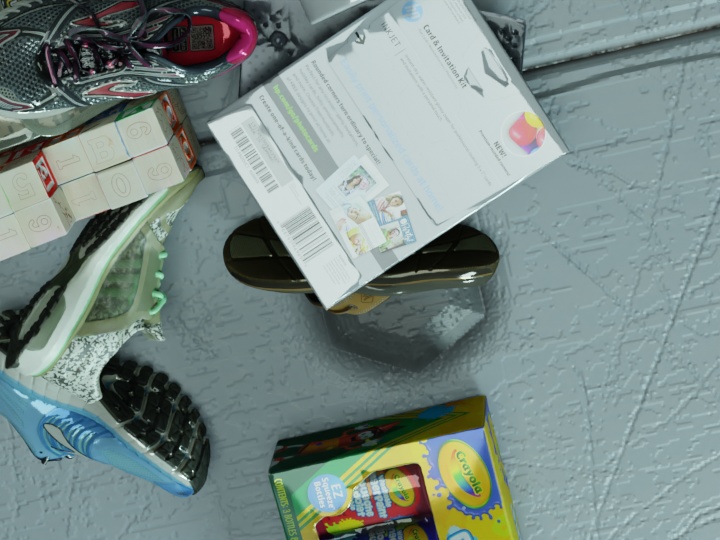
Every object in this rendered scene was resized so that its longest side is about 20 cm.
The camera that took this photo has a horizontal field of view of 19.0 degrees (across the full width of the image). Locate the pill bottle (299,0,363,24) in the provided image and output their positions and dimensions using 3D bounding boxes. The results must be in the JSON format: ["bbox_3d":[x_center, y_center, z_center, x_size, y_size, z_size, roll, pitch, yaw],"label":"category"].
[{"bbox_3d":[-0.036,-0.273,1.442,0.111,0.111,0.201,-22,96,10],"label":"pill bottle"}]

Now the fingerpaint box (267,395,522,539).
[{"bbox_3d":[0.038,0.213,1.605,0.166,0.073,0.201,-12,105,8],"label":"fingerpaint box"}]

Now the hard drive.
[{"bbox_3d":[0.014,-0.129,1.526,0.199,0.042,0.136,5,106,4],"label":"hard drive"}]

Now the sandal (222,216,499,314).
[{"bbox_3d":[0.000,0.000,1.558,0.199,0.082,0.055,-1,128,-2],"label":"sandal"}]

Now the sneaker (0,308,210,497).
[{"bbox_3d":[-0.203,0.110,1.608,0.200,0.078,0.090,32,125,-1],"label":"sneaker"}]

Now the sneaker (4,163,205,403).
[{"bbox_3d":[-0.169,0.011,1.555,0.089,0.077,0.200,40,84,-23],"label":"sneaker"}]

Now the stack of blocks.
[{"bbox_3d":[-0.221,-0.063,1.523,0.199,0.115,0.059,-19,107,10],"label":"stack of blocks"}]

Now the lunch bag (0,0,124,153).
[{"bbox_3d":[-0.271,-0.163,1.503,0.199,0.118,0.165,-22,103,4],"label":"lunch bag"}]

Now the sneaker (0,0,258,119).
[{"bbox_3d":[-0.167,-0.152,1.443,0.199,0.075,0.081,-15,103,-18],"label":"sneaker"}]

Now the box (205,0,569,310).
[{"bbox_3d":[0.018,-0.092,1.480,0.200,0.041,0.156,-34,92,7],"label":"box"}]
